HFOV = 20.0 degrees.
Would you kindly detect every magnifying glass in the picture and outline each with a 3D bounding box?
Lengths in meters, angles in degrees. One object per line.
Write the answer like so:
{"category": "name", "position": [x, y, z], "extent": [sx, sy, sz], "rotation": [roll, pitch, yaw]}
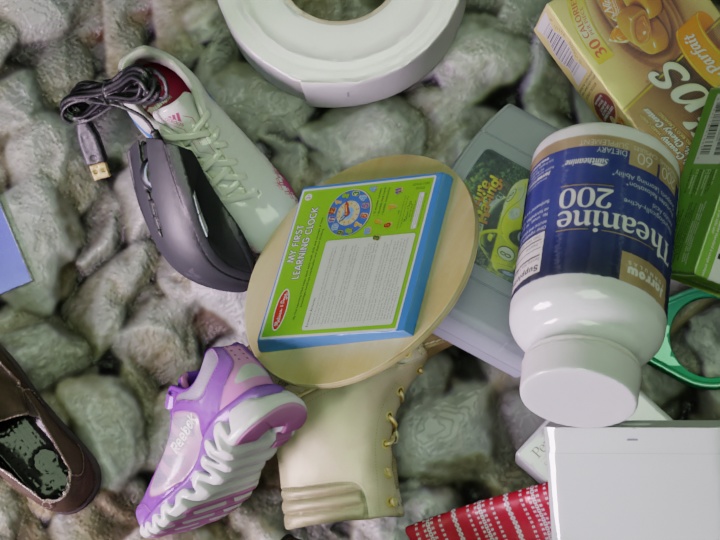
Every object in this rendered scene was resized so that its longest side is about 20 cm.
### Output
{"category": "magnifying glass", "position": [0.213, 0.048, 1.566], "extent": [0.199, 0.022, 0.080], "rotation": [3, 81, 5]}

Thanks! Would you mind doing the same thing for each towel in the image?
{"category": "towel", "position": [0.143, 0.228, 1.492], "extent": [0.199, 0.022, 0.145], "rotation": [-19, 91, 22]}

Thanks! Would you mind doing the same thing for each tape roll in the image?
{"category": "tape roll", "position": [-0.015, -0.233, 1.601], "extent": [0.202, 0.071, 0.203], "rotation": [0, 81, 3]}

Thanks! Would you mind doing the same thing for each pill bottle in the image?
{"category": "pill bottle", "position": [0.165, 0.004, 1.445], "extent": [0.111, 0.111, 0.201], "rotation": [8, 59, 5]}

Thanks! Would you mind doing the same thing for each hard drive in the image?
{"category": "hard drive", "position": [0.201, 0.206, 1.440], "extent": [0.131, 0.026, 0.201], "rotation": [-2, 98, 22]}

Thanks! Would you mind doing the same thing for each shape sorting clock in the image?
{"category": "shape sorting clock", "position": [0.000, 0.000, 1.495], "extent": [0.199, 0.039, 0.201], "rotation": [-18, 49, 22]}

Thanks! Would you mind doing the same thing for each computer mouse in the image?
{"category": "computer mouse", "position": [-0.167, -0.060, 1.568], "extent": [0.046, 0.140, 0.200], "rotation": [-40, 115, -34]}

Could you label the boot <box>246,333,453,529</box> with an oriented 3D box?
{"category": "boot", "position": [0.023, 0.108, 1.543], "extent": [0.199, 0.073, 0.156], "rotation": [-12, 84, -5]}

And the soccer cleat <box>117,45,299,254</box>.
{"category": "soccer cleat", "position": [-0.122, -0.092, 1.576], "extent": [0.070, 0.086, 0.200], "rotation": [-41, 81, -4]}

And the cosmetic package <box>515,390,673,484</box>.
{"category": "cosmetic package", "position": [0.221, 0.170, 1.520], "extent": [0.200, 0.071, 0.101], "rotation": [42, 86, 9]}

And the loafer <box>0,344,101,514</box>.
{"category": "loafer", "position": [-0.276, 0.105, 1.548], "extent": [0.200, 0.071, 0.073], "rotation": [41, 87, -1]}

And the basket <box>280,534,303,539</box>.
{"category": "basket", "position": [0.034, 0.291, 1.461], "extent": [0.199, 0.136, 0.181], "rotation": [6, 96, 14]}

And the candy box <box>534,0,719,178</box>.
{"category": "candy box", "position": [0.239, -0.144, 1.569], "extent": [0.115, 0.055, 0.200], "rotation": [-32, 81, -14]}

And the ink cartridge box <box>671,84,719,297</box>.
{"category": "ink cartridge box", "position": [0.335, -0.036, 1.503], "extent": [0.199, 0.076, 0.148], "rotation": [20, 87, -17]}

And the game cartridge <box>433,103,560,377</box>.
{"category": "game cartridge", "position": [0.116, -0.026, 1.536], "extent": [0.133, 0.041, 0.200], "rotation": [26, 62, 0]}

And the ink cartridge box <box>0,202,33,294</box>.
{"category": "ink cartridge box", "position": [-0.387, -0.040, 1.607], "extent": [0.199, 0.043, 0.199], "rotation": [-25, 80, -2]}

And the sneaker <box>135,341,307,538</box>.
{"category": "sneaker", "position": [-0.115, 0.124, 1.510], "extent": [0.080, 0.200, 0.089], "rotation": [-14, 62, -42]}
